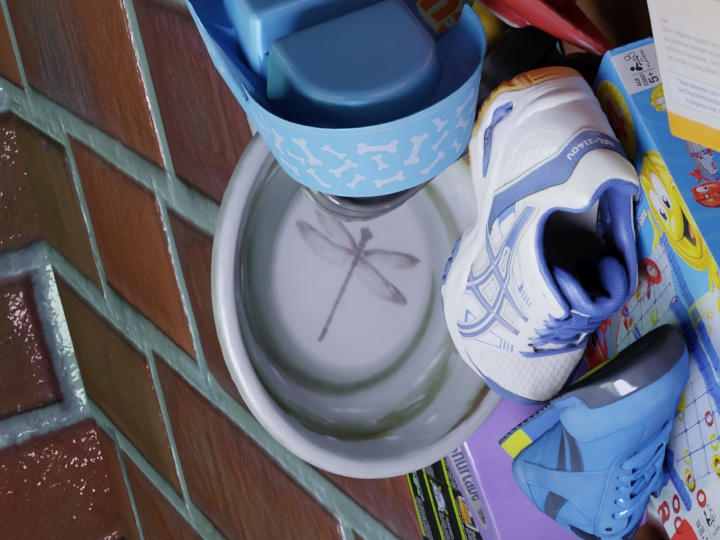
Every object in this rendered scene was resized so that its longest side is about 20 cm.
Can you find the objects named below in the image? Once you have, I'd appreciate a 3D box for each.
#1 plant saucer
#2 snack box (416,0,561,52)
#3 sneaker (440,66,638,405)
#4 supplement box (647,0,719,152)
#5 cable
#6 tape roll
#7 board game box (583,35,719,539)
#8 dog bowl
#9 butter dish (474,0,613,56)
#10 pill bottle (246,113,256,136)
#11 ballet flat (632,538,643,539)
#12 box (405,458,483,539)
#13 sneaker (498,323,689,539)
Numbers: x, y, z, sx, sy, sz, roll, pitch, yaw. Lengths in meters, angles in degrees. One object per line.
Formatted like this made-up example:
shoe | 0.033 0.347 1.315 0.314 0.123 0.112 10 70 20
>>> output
plant saucer | 0.000 0.000 1.196 0.050 0.199 0.201 3 111 53
snack box | 0.028 -0.176 1.275 0.037 0.116 0.201 -178 70 -73
sneaker | 0.087 0.005 1.135 0.201 0.075 0.088 87 158 -46
supplement box | 0.159 -0.145 0.930 0.126 0.073 0.201 -145 40 -66
cable | 0.055 -0.070 1.168 0.097 0.200 0.050 47 152 -1
tape roll | 0.080 0.064 1.341 0.200 0.085 0.201 157 90 -88
board game box | 0.160 0.019 1.142 0.200 0.056 0.197 103 146 -62
dog bowl | -0.013 -0.105 1.127 0.200 0.111 0.050 -124 18 -47
butter dish | 0.052 -0.224 1.115 0.199 0.148 0.200 29 -162 -37
pill bottle | 0.003 -0.022 1.541 0.114 0.113 0.201 147 105 -74
ballet flat | 0.131 0.198 1.418 0.046 0.068 0.200 37 153 -9
box | 0.083 0.166 1.598 0.193 0.047 0.201 -160 53 -74
sneaker | 0.123 0.082 1.133 0.079 0.066 0.200 58 163 8
